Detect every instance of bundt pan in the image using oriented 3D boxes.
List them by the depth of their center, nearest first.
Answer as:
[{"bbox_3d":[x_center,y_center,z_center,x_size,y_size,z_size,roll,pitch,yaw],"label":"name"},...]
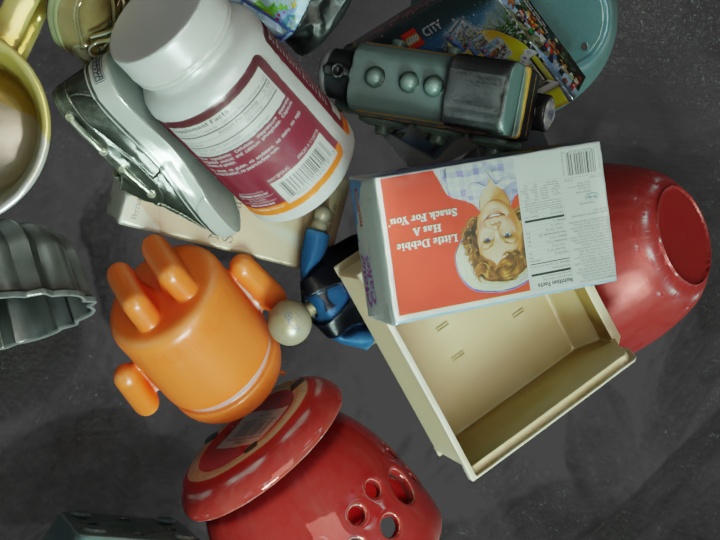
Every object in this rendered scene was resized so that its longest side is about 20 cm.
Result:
[{"bbox_3d":[-0.321,0.014,1.138,0.199,0.202,0.077,-11,79,-17],"label":"bundt pan"}]

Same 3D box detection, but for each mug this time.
[{"bbox_3d":[-0.301,-0.123,1.121,0.185,0.153,0.151,-31,96,-3],"label":"mug"}]

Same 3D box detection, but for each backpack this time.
[{"bbox_3d":[-0.115,-0.260,1.177,0.199,0.163,0.154,37,101,-15],"label":"backpack"}]

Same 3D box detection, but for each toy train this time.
[{"bbox_3d":[0.061,-0.150,1.155,0.197,0.114,0.087,13,92,21],"label":"toy train"}]

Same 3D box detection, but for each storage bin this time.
[{"bbox_3d":[0.112,0.034,1.199,0.197,0.094,0.202,-33,101,-14],"label":"storage bin"}]

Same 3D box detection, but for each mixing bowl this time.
[{"bbox_3d":[0.263,-0.021,1.324,0.199,0.108,0.203,20,62,-42],"label":"mixing bowl"}]

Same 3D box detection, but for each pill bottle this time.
[{"bbox_3d":[-0.102,-0.139,1.109,0.114,0.114,0.200,-49,130,-5],"label":"pill bottle"}]

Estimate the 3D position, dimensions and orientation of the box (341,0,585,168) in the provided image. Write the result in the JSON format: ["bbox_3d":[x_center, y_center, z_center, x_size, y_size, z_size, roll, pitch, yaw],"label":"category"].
[{"bbox_3d":[0.083,-0.177,1.241,0.137,0.199,0.038,50,46,-17],"label":"box"}]

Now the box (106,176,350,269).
[{"bbox_3d":[-0.120,-0.067,1.247,0.197,0.078,0.096,12,96,-21],"label":"box"}]

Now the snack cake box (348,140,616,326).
[{"bbox_3d":[0.099,-0.032,1.108,0.197,0.067,0.117,-10,96,-18],"label":"snack cake box"}]

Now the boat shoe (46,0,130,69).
[{"bbox_3d":[-0.200,-0.185,1.136,0.063,0.201,0.074,29,72,14],"label":"boat shoe"}]

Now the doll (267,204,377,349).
[{"bbox_3d":[0.000,0.000,1.234,0.199,0.048,0.138,-34,101,-14],"label":"doll"}]

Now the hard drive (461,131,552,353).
[{"bbox_3d":[0.163,-0.029,1.328,0.134,0.042,0.203,-22,93,-50],"label":"hard drive"}]

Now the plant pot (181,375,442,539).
[{"bbox_3d":[-0.054,0.215,1.260,0.200,0.200,0.183,-41,104,-8],"label":"plant pot"}]

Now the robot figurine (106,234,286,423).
[{"bbox_3d":[-0.145,0.059,1.226,0.201,0.115,0.145,54,49,-42],"label":"robot figurine"}]

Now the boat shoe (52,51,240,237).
[{"bbox_3d":[-0.172,-0.094,1.142,0.063,0.071,0.200,-26,128,18],"label":"boat shoe"}]

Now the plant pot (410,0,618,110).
[{"bbox_3d":[0.160,-0.234,1.286,0.197,0.135,0.203,-3,101,-18],"label":"plant pot"}]

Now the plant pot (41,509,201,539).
[{"bbox_3d":[-0.217,0.324,1.231,0.193,0.196,0.203,7,88,-20],"label":"plant pot"}]
